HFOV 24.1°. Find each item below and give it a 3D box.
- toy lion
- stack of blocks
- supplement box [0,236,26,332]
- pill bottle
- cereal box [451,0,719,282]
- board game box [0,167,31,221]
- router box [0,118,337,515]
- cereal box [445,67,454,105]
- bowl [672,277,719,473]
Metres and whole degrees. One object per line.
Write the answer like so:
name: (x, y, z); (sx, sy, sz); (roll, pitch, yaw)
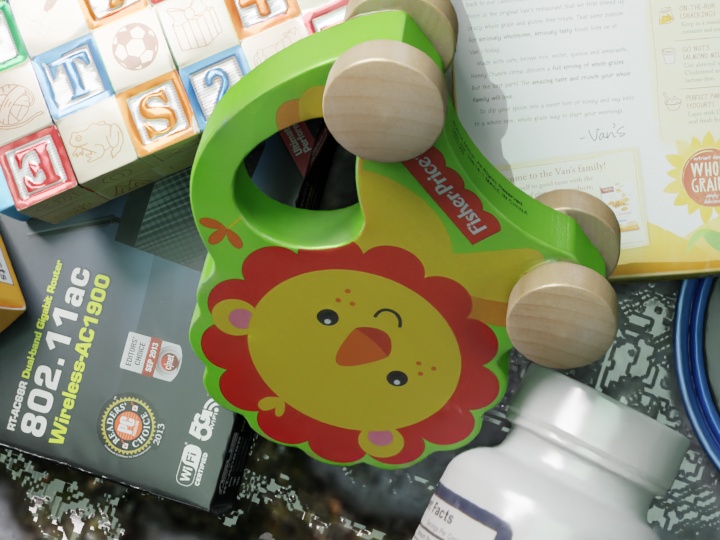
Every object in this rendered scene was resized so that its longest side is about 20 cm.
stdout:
toy lion: (0.000, 0.000, 0.714); (0.190, 0.069, 0.200); (-26, 122, 27)
stack of blocks: (-0.071, -0.113, 0.726); (0.198, 0.059, 0.116); (-23, 84, 4)
supplement box: (-0.229, -0.048, 0.803); (0.066, 0.069, 0.201); (-36, 60, 22)
pill bottle: (0.071, 0.150, 0.765); (0.110, 0.111, 0.202); (25, 88, 8)
cereal box: (0.113, -0.096, 0.773); (0.142, 0.040, 0.203); (-3, 86, 7)
board game box: (-0.100, -0.132, 0.781); (0.198, 0.040, 0.154); (-24, 84, 4)
router box: (-0.109, 0.001, 0.823); (0.148, 0.062, 0.202); (15, 86, 9)
cereal box: (0.089, -0.102, 0.824); (0.198, 0.040, 0.146); (-16, 84, 4)
bowl: (0.246, 0.033, 0.794); (0.198, 0.039, 0.203); (-1, 85, 6)
